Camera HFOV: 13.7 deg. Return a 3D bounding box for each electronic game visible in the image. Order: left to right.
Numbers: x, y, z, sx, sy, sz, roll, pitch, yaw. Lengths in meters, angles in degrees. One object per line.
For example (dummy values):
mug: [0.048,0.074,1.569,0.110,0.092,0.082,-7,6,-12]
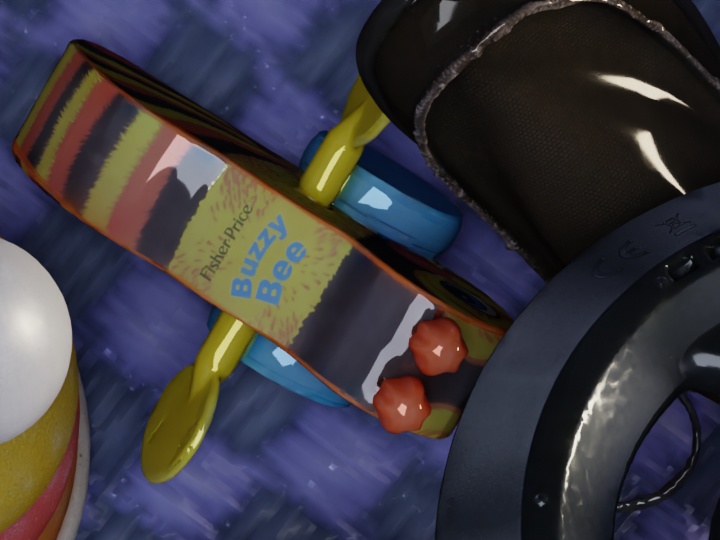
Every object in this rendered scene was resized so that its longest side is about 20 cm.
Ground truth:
electronic game: [0.116,0.065,0.657,0.200,0.042,0.200,0,63,0]

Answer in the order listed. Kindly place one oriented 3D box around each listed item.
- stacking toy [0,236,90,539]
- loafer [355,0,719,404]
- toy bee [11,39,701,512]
stacking toy: [-0.118,0.029,0.731,0.146,0.200,0.146,4,77,-18]
loafer: [0.077,-0.017,0.736,0.073,0.071,0.200,-42,135,15]
toy bee: [0.000,0.000,0.780,0.200,0.109,0.131,10,98,2]
